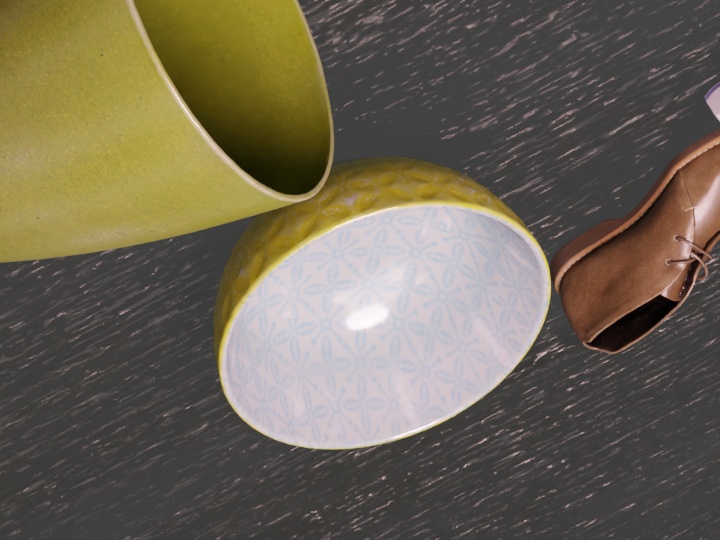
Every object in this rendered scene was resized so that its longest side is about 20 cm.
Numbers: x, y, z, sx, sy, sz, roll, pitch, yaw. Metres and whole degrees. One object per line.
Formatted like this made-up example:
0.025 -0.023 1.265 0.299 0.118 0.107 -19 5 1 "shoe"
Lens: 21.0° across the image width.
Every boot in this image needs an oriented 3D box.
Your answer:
0.208 -0.020 1.216 0.074 0.076 0.200 29 124 -34 "boot"

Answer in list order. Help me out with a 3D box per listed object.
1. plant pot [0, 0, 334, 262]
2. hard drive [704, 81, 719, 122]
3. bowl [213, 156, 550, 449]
-0.146 -0.083 0.948 0.200 0.188 0.187 -23 141 23 "plant pot"
0.317 -0.091 1.247 0.132 0.025 0.200 -35 138 13 "hard drive"
0.000 0.000 1.134 0.199 0.108 0.200 -13 137 -12 "bowl"
